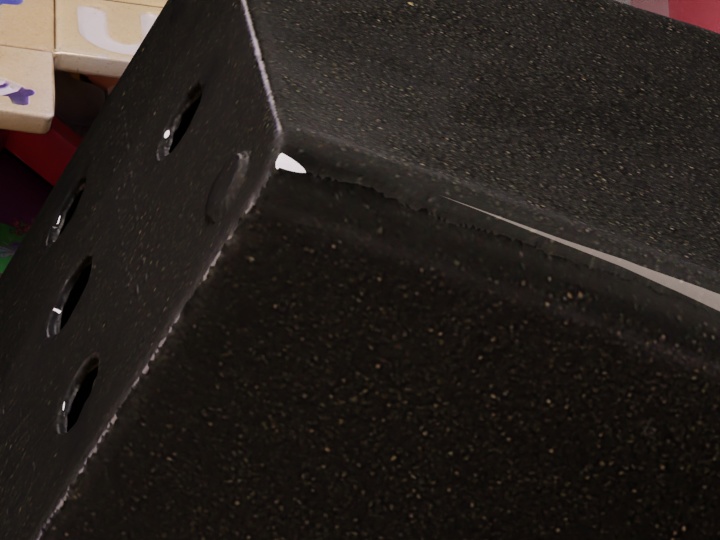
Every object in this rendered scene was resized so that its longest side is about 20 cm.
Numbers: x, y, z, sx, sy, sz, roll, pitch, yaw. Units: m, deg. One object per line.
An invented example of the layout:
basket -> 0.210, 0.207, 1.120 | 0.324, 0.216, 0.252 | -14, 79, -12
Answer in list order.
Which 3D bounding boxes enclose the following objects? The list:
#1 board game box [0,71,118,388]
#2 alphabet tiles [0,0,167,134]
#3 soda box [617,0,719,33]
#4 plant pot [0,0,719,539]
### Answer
board game box -> -0.056, -0.036, 0.684 | 0.199, 0.039, 0.158 | 10, 38, -20
alphabet tiles -> -0.107, -0.076, 0.657 | 0.199, 0.008, 0.167 | 7, 28, -10
soda box -> 0.091, -0.038, 0.957 | 0.063, 0.201, 0.070 | 1, 18, -9
plant pot -> 0.016, 0.044, 0.557 | 0.177, 0.200, 0.200 | 27, 19, -19
